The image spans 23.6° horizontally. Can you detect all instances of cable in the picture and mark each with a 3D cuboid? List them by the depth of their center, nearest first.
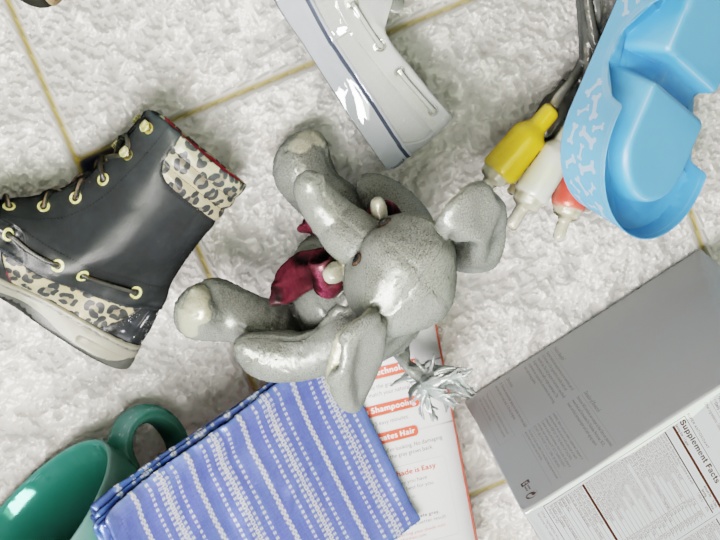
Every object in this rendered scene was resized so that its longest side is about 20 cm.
[{"bbox_3d":[0.152,-0.115,1.131,0.096,0.050,0.202,23,101,-21],"label":"cable"}]

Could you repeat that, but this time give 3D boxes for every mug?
[{"bbox_3d":[-0.167,0.195,1.129,0.185,0.152,0.114,-43,112,4],"label":"mug"}]

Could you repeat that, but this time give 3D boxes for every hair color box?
[{"bbox_3d":[0.015,0.116,1.179,0.100,0.061,0.202,-12,108,-4],"label":"hair color box"}]

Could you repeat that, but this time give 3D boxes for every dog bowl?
[{"bbox_3d":[0.192,-0.121,1.109,0.111,0.049,0.202,28,83,-45],"label":"dog bowl"}]

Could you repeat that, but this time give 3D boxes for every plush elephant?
[{"bbox_3d":[0.000,0.000,1.043,0.199,0.155,0.165,38,67,7],"label":"plush elephant"}]

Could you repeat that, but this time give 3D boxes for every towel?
[{"bbox_3d":[-0.062,0.157,1.094,0.199,0.024,0.146,-34,109,-24],"label":"towel"}]

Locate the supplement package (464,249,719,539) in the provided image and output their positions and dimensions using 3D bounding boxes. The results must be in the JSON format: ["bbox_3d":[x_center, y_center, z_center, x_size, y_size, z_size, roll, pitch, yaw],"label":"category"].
[{"bbox_3d":[0.203,0.122,1.139,0.199,0.191,0.148,-32,108,3],"label":"supplement package"}]

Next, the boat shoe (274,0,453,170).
[{"bbox_3d":[-0.001,-0.165,1.090,0.086,0.075,0.203,-33,110,3],"label":"boat shoe"}]

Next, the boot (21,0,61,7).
[{"bbox_3d":[-0.281,-0.211,1.045,0.138,0.077,0.201,-39,94,8],"label":"boot"}]

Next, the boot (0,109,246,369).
[{"bbox_3d":[-0.187,-0.050,1.100,0.203,0.074,0.154,37,95,-20],"label":"boot"}]
